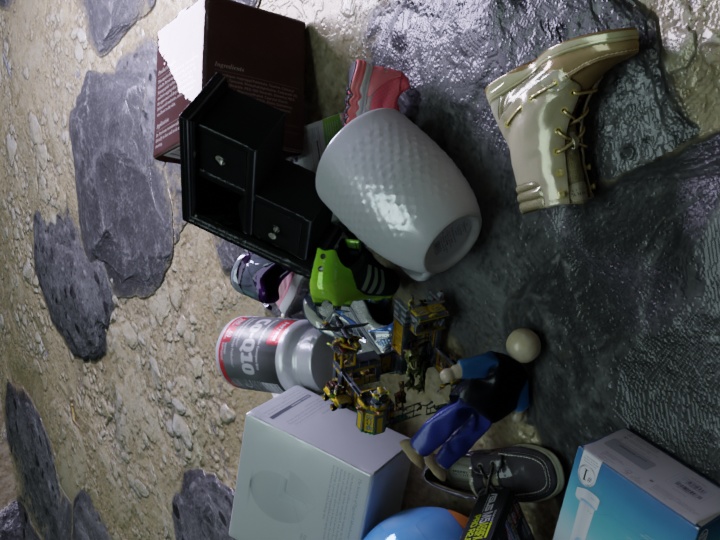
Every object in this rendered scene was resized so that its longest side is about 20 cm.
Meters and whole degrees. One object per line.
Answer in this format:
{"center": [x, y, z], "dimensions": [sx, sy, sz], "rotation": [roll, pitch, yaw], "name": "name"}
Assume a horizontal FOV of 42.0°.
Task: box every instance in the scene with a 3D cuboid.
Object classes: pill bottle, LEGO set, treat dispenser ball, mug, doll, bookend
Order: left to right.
{"center": [-0.119, -0.114, 1.184], "dimensions": [0.200, 0.092, 0.199], "rotation": [25, 145, 8], "name": "bookend"}
{"center": [-0.111, 0.127, 1.393], "dimensions": [0.200, 0.114, 0.114], "rotation": [0, 98, 42], "name": "pill bottle"}
{"center": [0.054, 0.099, 1.129], "dimensions": [0.154, 0.199, 0.116], "rotation": [-124, 32, -55], "name": "LEGO set"}
{"center": [0.056, -0.069, 1.136], "dimensions": [0.175, 0.147, 0.200], "rotation": [46, 157, 31], "name": "mug"}
{"center": [0.083, 0.390, 1.138], "dimensions": [0.201, 0.200, 0.201], "rotation": [16, 110, 50], "name": "treat dispenser ball"}
{"center": [0.133, 0.147, 1.074], "dimensions": [0.200, 0.136, 0.048], "rotation": [-48, 32, 8], "name": "doll"}

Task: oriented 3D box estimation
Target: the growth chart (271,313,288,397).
{"center": [-0.111, 0.179, 1.498], "dimensions": [0.145, 0.018, 0.200], "rotation": [-44, 63, 47], "name": "growth chart"}

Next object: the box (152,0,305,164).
{"center": [-0.189, -0.258, 1.350], "dimensions": [0.166, 0.164, 0.201], "rotation": [-10, 76, 54], "name": "box"}

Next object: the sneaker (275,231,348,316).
{"center": [-0.091, -0.022, 1.378], "dimensions": [0.105, 0.075, 0.200], "rotation": [59, 143, 18], "name": "sneaker"}

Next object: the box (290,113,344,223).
{"center": [-0.062, -0.137, 1.350], "dimensions": [0.200, 0.036, 0.145], "rotation": [-6, 93, 54], "name": "box"}

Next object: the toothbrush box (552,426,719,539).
{"center": [0.278, 0.287, 0.953], "dimensions": [0.146, 0.085, 0.201], "rotation": [32, 121, 44], "name": "toothbrush box"}

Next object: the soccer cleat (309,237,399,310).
{"center": [0.000, 0.000, 1.181], "dimensions": [0.067, 0.200, 0.081], "rotation": [8, 97, 25], "name": "soccer cleat"}

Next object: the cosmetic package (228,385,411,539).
{"center": [-0.053, 0.294, 1.262], "dimensions": [0.200, 0.123, 0.200], "rotation": [22, 114, 27], "name": "cosmetic package"}

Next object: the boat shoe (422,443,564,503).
{"center": [0.155, 0.247, 1.123], "dimensions": [0.200, 0.065, 0.072], "rotation": [-11, 88, 52], "name": "boat shoe"}

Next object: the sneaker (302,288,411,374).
{"center": [0.001, 0.060, 1.292], "dimensions": [0.200, 0.077, 0.085], "rotation": [31, 112, 37], "name": "sneaker"}

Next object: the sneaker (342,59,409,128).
{"center": [0.018, -0.165, 1.198], "dimensions": [0.074, 0.087, 0.201], "rotation": [-94, 10, -61], "name": "sneaker"}

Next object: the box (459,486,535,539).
{"center": [0.170, 0.362, 1.017], "dimensions": [0.044, 0.160, 0.200], "rotation": [-22, 95, 22], "name": "box"}

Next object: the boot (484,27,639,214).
{"center": [0.215, -0.146, 0.950], "dimensions": [0.200, 0.073, 0.156], "rotation": [-20, 82, 55], "name": "boot"}

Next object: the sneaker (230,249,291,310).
{"center": [-0.104, -0.044, 1.312], "dimensions": [0.087, 0.074, 0.200], "rotation": [31, 99, 40], "name": "sneaker"}
